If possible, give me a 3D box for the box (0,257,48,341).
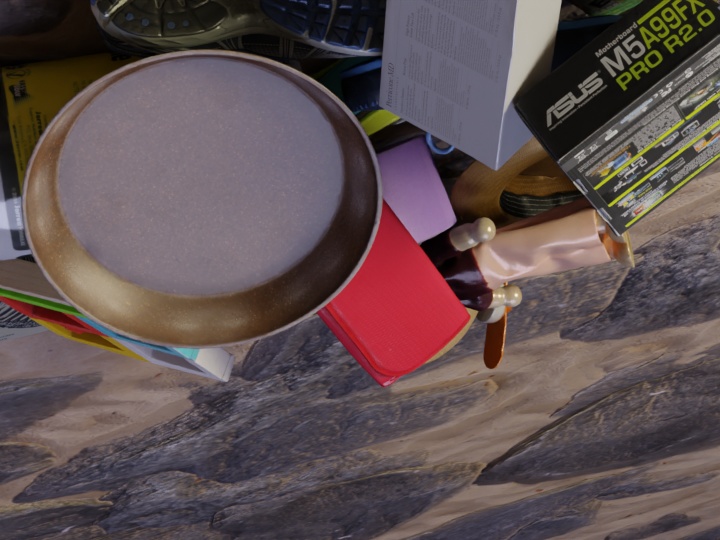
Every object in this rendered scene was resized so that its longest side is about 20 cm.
[{"bbox_3d":[-0.258,-0.015,1.255,0.082,0.069,0.200,-14,161,3],"label":"box"}]

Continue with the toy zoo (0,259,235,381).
[{"bbox_3d":[-0.165,0.034,1.225,0.131,0.021,0.200,14,168,19],"label":"toy zoo"}]

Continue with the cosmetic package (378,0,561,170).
[{"bbox_3d":[0.060,-0.153,0.946,0.051,0.082,0.201,-44,153,-35],"label":"cosmetic package"}]

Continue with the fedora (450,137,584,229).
[{"bbox_3d":[0.145,-0.094,1.269,0.199,0.082,0.201,-12,161,-4],"label":"fedora"}]

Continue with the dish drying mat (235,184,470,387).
[{"bbox_3d":[0.000,0.000,1.143,0.077,0.018,0.200,-39,135,0],"label":"dish drying mat"}]

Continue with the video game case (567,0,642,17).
[{"bbox_3d":[0.181,-0.215,1.054,0.199,0.022,0.182,-23,158,27],"label":"video game case"}]

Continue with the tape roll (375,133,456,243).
[{"bbox_3d":[-0.039,-0.027,1.249,0.199,0.066,0.200,-21,-175,2],"label":"tape roll"}]

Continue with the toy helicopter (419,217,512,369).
[{"bbox_3d":[0.083,-0.013,1.367,0.132,0.079,0.200,33,99,-31],"label":"toy helicopter"}]

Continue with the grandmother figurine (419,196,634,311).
[{"bbox_3d":[0.084,-0.006,1.270,0.199,0.061,0.121,-13,141,11],"label":"grandmother figurine"}]

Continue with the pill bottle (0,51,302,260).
[{"bbox_3d":[-0.132,-0.075,1.105,0.199,0.113,0.113,-9,160,-10],"label":"pill bottle"}]

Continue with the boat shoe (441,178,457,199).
[{"bbox_3d":[0.000,-0.024,1.411,0.199,0.057,0.069,-22,117,-8],"label":"boat shoe"}]

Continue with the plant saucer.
[{"bbox_3d":[-0.088,-0.043,1.037,0.199,0.035,0.201,-5,127,-6],"label":"plant saucer"}]

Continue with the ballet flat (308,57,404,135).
[{"bbox_3d":[-0.023,-0.094,1.194,0.199,0.067,0.067,-27,158,30],"label":"ballet flat"}]

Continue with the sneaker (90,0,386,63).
[{"bbox_3d":[-0.055,-0.148,1.038,0.199,0.078,0.085,1,167,-16],"label":"sneaker"}]

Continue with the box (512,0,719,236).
[{"bbox_3d":[0.190,-0.112,1.007,0.200,0.044,0.160,-38,158,8],"label":"box"}]

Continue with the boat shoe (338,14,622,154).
[{"bbox_3d":[0.084,-0.109,1.103,0.199,0.069,0.084,-11,-173,-23],"label":"boat shoe"}]
